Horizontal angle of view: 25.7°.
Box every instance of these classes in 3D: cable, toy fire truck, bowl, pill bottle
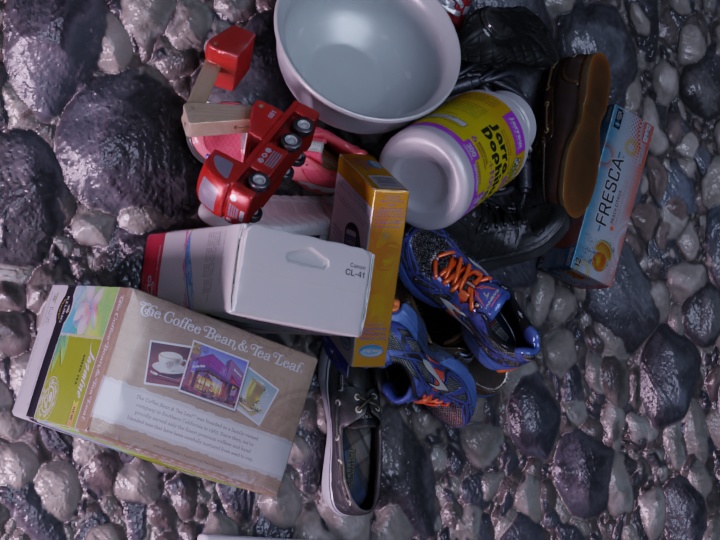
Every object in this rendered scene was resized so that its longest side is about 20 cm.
[{"bbox_3d":[0.114,-0.155,1.714,0.198,0.051,0.165,18,80,-30],"label":"cable"},{"bbox_3d":[-0.118,-0.138,1.499,0.140,0.049,0.201,27,48,9],"label":"toy fire truck"},{"bbox_3d":[-0.005,-0.213,1.598,0.198,0.091,0.203,10,59,-17],"label":"bowl"},{"bbox_3d":[0.106,-0.121,1.600,0.200,0.103,0.105,-36,109,-52],"label":"pill bottle"}]

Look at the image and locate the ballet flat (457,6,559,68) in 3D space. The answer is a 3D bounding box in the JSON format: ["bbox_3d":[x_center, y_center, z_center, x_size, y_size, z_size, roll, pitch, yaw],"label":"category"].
[{"bbox_3d":[0.162,-0.252,1.722,0.199,0.057,0.067,-1,63,-57],"label":"ballet flat"}]

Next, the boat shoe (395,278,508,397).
[{"bbox_3d":[0.095,0.071,1.684,0.199,0.072,0.073,39,70,-25],"label":"boat shoe"}]

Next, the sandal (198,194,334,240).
[{"bbox_3d":[-0.069,-0.041,1.590,0.200,0.082,0.050,-1,116,-31],"label":"sandal"}]

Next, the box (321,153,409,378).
[{"bbox_3d":[0.000,0.000,1.532,0.041,0.119,0.203,-1,110,-18],"label":"box"}]

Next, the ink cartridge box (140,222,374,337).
[{"bbox_3d":[-0.102,0.011,1.489,0.146,0.199,0.087,11,84,-31],"label":"ink cartridge box"}]

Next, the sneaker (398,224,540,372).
[{"bbox_3d":[0.115,0.022,1.604,0.200,0.078,0.076,43,70,-18],"label":"sneaker"}]

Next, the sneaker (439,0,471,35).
[{"bbox_3d":[0.105,-0.313,1.668,0.071,0.112,0.202,23,74,-10],"label":"sneaker"}]

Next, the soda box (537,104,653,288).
[{"bbox_3d":[0.269,-0.083,1.801,0.068,0.063,0.202,24,76,-29],"label":"soda box"}]

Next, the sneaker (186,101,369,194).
[{"bbox_3d":[-0.076,-0.129,1.574,0.198,0.086,0.075,11,82,-31],"label":"sneaker"}]

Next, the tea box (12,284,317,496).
[{"bbox_3d":[-0.181,0.106,1.440,0.198,0.196,0.135,23,78,-29],"label":"tea box"}]

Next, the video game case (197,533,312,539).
[{"bbox_3d":[-0.092,0.372,1.593,0.180,0.024,0.203,9,83,-32],"label":"video game case"}]

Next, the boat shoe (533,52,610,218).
[{"bbox_3d":[0.230,-0.149,1.764,0.070,0.070,0.202,40,57,-46],"label":"boat shoe"}]

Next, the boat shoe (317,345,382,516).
[{"bbox_3d":[-0.002,0.154,1.632,0.068,0.056,0.203,1,89,-31],"label":"boat shoe"}]

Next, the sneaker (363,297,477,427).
[{"bbox_3d":[0.053,0.111,1.636,0.200,0.075,0.079,45,51,-38],"label":"sneaker"}]

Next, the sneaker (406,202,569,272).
[{"bbox_3d":[0.120,-0.048,1.670,0.198,0.060,0.105,-23,129,3],"label":"sneaker"}]
